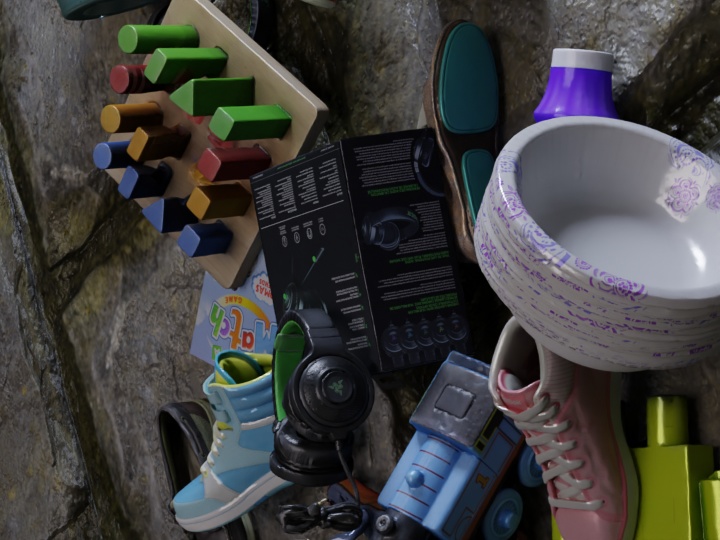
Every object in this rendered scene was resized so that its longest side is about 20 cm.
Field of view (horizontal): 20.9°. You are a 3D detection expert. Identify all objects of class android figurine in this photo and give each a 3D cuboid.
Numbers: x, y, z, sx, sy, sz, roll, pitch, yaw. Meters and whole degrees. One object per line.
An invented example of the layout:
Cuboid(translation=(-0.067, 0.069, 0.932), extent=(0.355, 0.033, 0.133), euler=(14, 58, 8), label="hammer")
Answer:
Cuboid(translation=(0.208, 0.194, 1.438), extent=(0.182, 0.041, 0.201), euler=(-12, 79, 48), label="android figurine")

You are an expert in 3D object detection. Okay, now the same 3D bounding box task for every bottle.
Cuboid(translation=(0.159, -0.067, 1.487), extent=(0.083, 0.065, 0.201), euler=(10, 96, 46), label="bottle")

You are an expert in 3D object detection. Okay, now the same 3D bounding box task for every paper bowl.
Cuboid(translation=(0.177, -0.009, 1.365), extent=(0.201, 0.200, 0.105), euler=(53, 142, 36), label="paper bowl")

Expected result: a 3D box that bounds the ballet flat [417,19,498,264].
Cuboid(translation=(0.077, -0.101, 1.587), extent=(0.067, 0.068, 0.201), euler=(-19, 72, 56), label="ballet flat")

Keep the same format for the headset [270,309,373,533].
Cuboid(translation=(-0.044, 0.121, 1.514), extent=(0.201, 0.093, 0.124), euler=(-112, 28, -42), label="headset")

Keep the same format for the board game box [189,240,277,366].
Cuboid(translation=(-0.084, 0.003, 1.786), extent=(0.151, 0.036, 0.201), euler=(23, 106, 47), label="board game box")

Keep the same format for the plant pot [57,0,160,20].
Cuboid(translation=(-0.248, -0.349, 1.888), extent=(0.200, 0.199, 0.189), euler=(-17, 91, 47), label="plant pot")

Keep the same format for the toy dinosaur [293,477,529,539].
Cuboid(translation=(0.037, 0.223, 1.638), extent=(0.199, 0.105, 0.182), euler=(-31, 49, 7), label="toy dinosaur")

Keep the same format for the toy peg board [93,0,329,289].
Cuboid(translation=(-0.162, -0.118, 1.751), extent=(0.200, 0.098, 0.200), euler=(43, 119, 27), label="toy peg board")

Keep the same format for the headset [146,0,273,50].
Cuboid(translation=(-0.151, -0.198, 1.866), extent=(0.200, 0.094, 0.124), euler=(-48, 54, 18), label="headset")

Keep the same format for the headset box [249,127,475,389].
Cuboid(translation=(0.000, 0.000, 1.603), extent=(0.174, 0.092, 0.201), euler=(-17, 83, 61), label="headset box")

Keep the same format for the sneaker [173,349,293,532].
Cuboid(translation=(-0.115, 0.142, 1.729), extent=(0.200, 0.080, 0.131), euler=(-33, 105, 25), label="sneaker")

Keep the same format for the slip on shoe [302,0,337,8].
Cuboid(translation=(-0.072, -0.308, 1.764), extent=(0.061, 0.074, 0.200), euler=(-54, 46, 29), label="slip on shoe")

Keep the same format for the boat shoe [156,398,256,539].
Cuboid(translation=(-0.151, 0.218, 1.831), extent=(0.073, 0.065, 0.201), euler=(-35, 64, 40), label="boat shoe")

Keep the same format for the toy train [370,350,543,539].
Cuboid(translation=(0.073, 0.166, 1.504), extent=(0.086, 0.114, 0.201), euler=(21, 75, 43), label="toy train")

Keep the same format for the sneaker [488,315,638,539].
Cuboid(translation=(0.140, 0.119, 1.410), extent=(0.075, 0.104, 0.201), euler=(-1, 92, 48), label="sneaker")
